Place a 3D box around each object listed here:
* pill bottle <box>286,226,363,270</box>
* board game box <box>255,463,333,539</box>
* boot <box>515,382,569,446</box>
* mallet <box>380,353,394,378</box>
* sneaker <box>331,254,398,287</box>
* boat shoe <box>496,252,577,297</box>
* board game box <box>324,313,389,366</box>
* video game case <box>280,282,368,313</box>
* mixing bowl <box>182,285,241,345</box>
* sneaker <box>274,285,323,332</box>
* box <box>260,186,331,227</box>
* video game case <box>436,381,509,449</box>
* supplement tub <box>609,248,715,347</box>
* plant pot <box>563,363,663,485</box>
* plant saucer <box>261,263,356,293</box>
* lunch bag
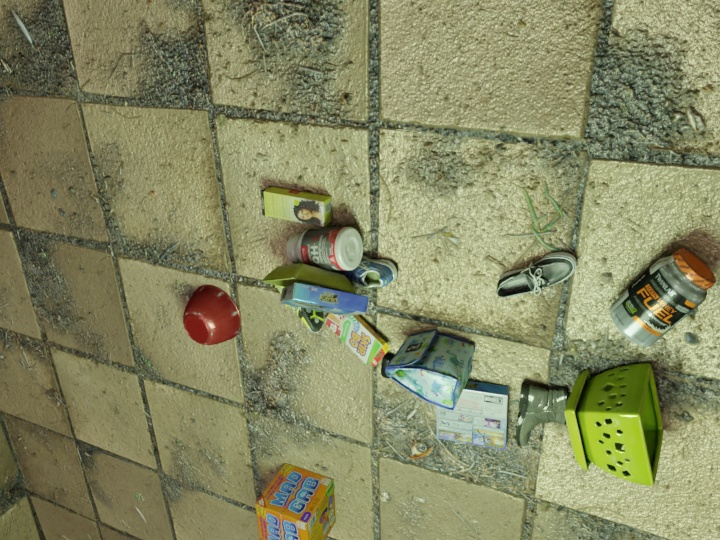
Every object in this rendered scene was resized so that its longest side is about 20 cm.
[{"bbox_3d":[-0.099,-0.058,1.620,0.197,0.110,0.113,1,115,36],"label":"pill bottle"},{"bbox_3d":[-0.216,0.830,2.077,0.196,0.200,0.204,10,118,22],"label":"board game box"},{"bbox_3d":[0.476,0.388,1.586,0.128,0.068,0.204,8,119,17],"label":"boot"},{"bbox_3d":[0.149,0.303,1.728,0.196,0.041,0.067,23,121,11],"label":"mallet"},{"bbox_3d":[0.000,0.000,1.625,0.196,0.077,0.077,6,119,28],"label":"sneaker"},{"bbox_3d":[0.409,0.017,1.428,0.196,0.068,0.075,-16,107,32],"label":"boat shoe"},{"bbox_3d":[-0.011,0.182,1.740,0.199,0.030,0.096,42,126,9],"label":"board game box"},{"bbox_3d":[-0.099,0.079,1.597,0.196,0.047,0.181,12,169,-16],"label":"video game case"},{"bbox_3d":[-0.493,0.160,1.942,0.196,0.108,0.204,11,118,22],"label":"mixing bowl"},{"bbox_3d":[-0.177,0.092,1.774,0.076,0.075,0.202,-33,86,43],"label":"sneaker"},{"bbox_3d":[-0.175,-0.175,1.645,0.196,0.050,0.077,11,118,23],"label":"box"},{"bbox_3d":[0.307,0.393,1.675,0.195,0.046,0.185,5,116,19],"label":"video game case"},{"bbox_3d":[0.642,0.057,1.296,0.122,0.123,0.201,37,125,5],"label":"supplement tub"},{"bbox_3d":[0.594,0.354,1.430,0.178,0.200,0.203,-5,113,35],"label":"plant pot"},{"bbox_3d":[-0.137,0.023,1.638,0.198,0.197,0.049,-4,74,56],"label":"plant saucer"},{"bbox_3d":[0.184,0.246,1.597,0.196,0.170,0.130,14,121,22],"label":"lunch bag"}]
